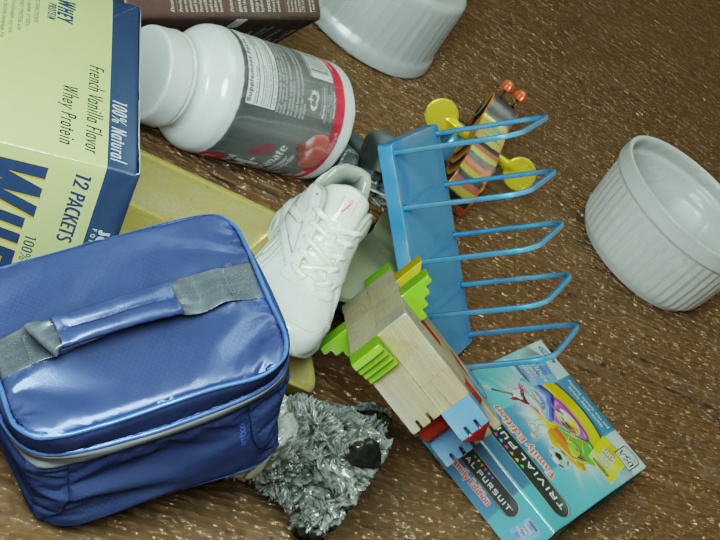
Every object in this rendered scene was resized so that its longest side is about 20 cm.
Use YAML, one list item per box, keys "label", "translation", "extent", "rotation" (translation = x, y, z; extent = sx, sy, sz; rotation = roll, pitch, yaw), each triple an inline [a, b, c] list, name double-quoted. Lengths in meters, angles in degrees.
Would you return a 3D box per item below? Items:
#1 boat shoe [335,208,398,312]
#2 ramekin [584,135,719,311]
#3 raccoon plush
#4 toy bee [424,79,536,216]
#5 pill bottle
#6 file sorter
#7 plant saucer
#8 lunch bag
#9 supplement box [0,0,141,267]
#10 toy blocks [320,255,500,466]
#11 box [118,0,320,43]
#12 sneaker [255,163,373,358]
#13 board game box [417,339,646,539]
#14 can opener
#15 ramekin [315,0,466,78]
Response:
- label: "boat shoe"
  translation: [0.002, 0.002, 1.340]
  extent: [0.074, 0.063, 0.201]
  rotation: [43, 26, 5]
- label: "ramekin"
  translation: [0.348, -0.046, 1.783]
  extent: [0.199, 0.105, 0.201]
  rotation: [30, 31, -20]
- label: "raccoon plush"
  translation: [-0.057, 0.115, 1.122]
  extent: [0.134, 0.097, 0.200]
  rotation: [36, 4, -2]
- label: "toy bee"
  translation: [0.125, -0.148, 1.645]
  extent: [0.130, 0.109, 0.201]
  rotation: [23, 35, -28]
- label: "pill bottle"
  translation: [-0.110, -0.150, 1.358]
  extent: [0.199, 0.111, 0.111]
  rotation: [11, 41, -42]
- label: "file sorter"
  translation: [0.106, -0.023, 1.330]
  extent: [0.139, 0.122, 0.202]
  rotation: [-32, 114, -67]
- label: "plant saucer"
  translation: [-0.136, 0.003, 1.189]
  extent: [0.199, 0.048, 0.201]
  rotation: [25, 35, -29]
- label: "lunch bag"
  translation: [-0.147, 0.055, 0.958]
  extent: [0.199, 0.133, 0.136]
  rotation: [-17, 57, -19]
- label: "supplement box"
  translation: [-0.258, -0.095, 1.038]
  extent: [0.198, 0.135, 0.201]
  rotation: [12, 39, -18]
- label: "toy blocks"
  translation: [0.050, 0.081, 1.178]
  extent: [0.137, 0.100, 0.200]
  rotation: [52, 5, -11]
- label: "box"
  translation: [-0.144, -0.242, 1.384]
  extent: [0.199, 0.100, 0.076]
  rotation: [-5, 83, -34]
- label: "sneaker"
  translation: [-0.035, -0.019, 1.183]
  extent: [0.078, 0.100, 0.201]
  rotation: [29, 35, -14]
- label: "board game box"
  translation: [0.146, 0.149, 1.340]
  extent: [0.151, 0.047, 0.200]
  rotation: [50, 30, 14]
- label: "can opener"
  translation: [0.001, -0.106, 1.423]
  extent: [0.052, 0.067, 0.200]
  rotation: [17, 12, -25]
- label: "ramekin"
  translation: [0.025, -0.321, 1.761]
  extent: [0.200, 0.098, 0.201]
  rotation: [31, 31, -20]
